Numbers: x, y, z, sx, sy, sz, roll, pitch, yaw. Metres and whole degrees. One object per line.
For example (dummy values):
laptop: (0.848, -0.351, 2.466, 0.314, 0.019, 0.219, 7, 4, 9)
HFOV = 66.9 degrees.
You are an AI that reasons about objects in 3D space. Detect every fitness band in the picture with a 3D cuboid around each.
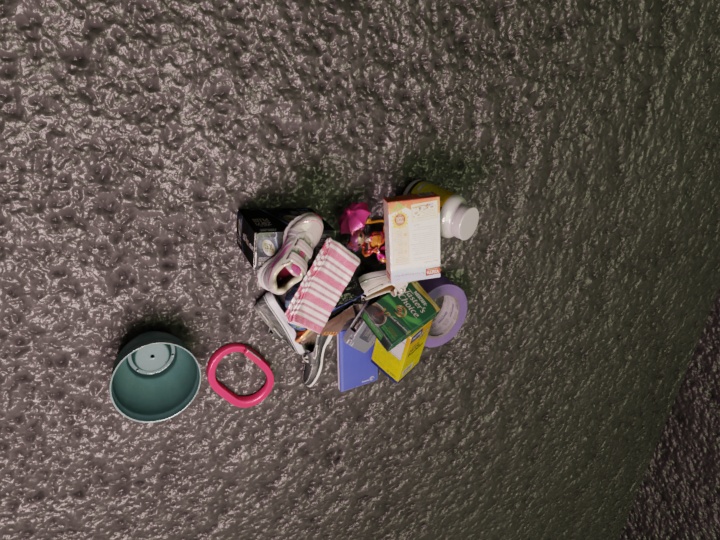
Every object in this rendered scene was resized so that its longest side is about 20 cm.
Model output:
fitness band: (-0.318, 0.279, 1.446, 0.143, 0.037, 0.201, -42, 125, -2)

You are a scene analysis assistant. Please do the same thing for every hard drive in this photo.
hard drive: (-0.007, 0.250, 1.609, 0.128, 0.025, 0.207, -13, 117, -24)

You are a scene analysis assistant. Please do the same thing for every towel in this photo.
towel: (-0.078, 0.040, 1.218, 0.204, 0.029, 0.146, -60, 149, 0)

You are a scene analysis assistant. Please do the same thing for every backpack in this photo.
backpack: (-0.109, 0.053, 1.362, 0.196, 0.182, 0.138, -31, 106, -15)

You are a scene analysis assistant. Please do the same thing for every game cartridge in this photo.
game cartridge: (0.040, 0.131, 1.520, 0.203, 0.041, 0.133, -55, 152, -1)

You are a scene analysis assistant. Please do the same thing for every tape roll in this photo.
tape roll: (0.221, 0.119, 1.642, 0.193, 0.085, 0.207, -12, 119, -23)

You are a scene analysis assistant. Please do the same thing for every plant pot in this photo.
plant pot: (-0.480, 0.226, 1.267, 0.194, 0.134, 0.208, -11, 117, -23)

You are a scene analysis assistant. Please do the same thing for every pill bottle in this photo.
pill bottle: (0.207, -0.156, 1.424, 0.110, 0.197, 0.116, -25, 129, -35)

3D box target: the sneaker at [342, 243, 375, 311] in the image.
sneaker: (0.000, 0.000, 1.481, 0.105, 0.074, 0.205, -33, 126, -25)

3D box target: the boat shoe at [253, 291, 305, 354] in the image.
boat shoe: (-0.213, 0.146, 1.429, 0.069, 0.072, 0.204, -29, 115, -1)

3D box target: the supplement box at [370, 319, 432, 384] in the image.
supplement box: (0.115, 0.200, 1.552, 0.108, 0.108, 0.205, -33, 148, -38)

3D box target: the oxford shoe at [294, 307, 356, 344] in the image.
oxford shoe: (-0.087, 0.145, 1.433, 0.198, 0.071, 0.075, -35, 100, -29)

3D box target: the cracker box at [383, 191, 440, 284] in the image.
cracker box: (0.127, -0.079, 1.333, 0.129, 0.058, 0.208, -7, 110, -10)

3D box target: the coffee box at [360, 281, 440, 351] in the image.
coffee box: (0.108, 0.112, 1.443, 0.197, 0.124, 0.044, -28, 159, -34)

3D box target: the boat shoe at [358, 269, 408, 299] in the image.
boat shoe: (0.090, 0.034, 1.422, 0.192, 0.072, 0.072, -12, 154, -10)

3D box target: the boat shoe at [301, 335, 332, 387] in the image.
boat shoe: (-0.131, 0.219, 1.501, 0.059, 0.075, 0.207, 15, 93, -34)

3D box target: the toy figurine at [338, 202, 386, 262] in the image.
toy figurine: (0.025, -0.099, 1.403, 0.178, 0.151, 0.207, 4, 116, -24)

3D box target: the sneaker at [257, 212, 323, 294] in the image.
sneaker: (-0.138, -0.028, 1.169, 0.080, 0.088, 0.203, 30, 96, -36)

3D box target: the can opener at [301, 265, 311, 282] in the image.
can opener: (-0.156, 0.003, 1.307, 0.052, 0.198, 0.069, -7, 113, -33)

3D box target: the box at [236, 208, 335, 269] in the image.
box: (-0.178, -0.079, 1.278, 0.193, 0.164, 0.089, -3, 116, -26)
